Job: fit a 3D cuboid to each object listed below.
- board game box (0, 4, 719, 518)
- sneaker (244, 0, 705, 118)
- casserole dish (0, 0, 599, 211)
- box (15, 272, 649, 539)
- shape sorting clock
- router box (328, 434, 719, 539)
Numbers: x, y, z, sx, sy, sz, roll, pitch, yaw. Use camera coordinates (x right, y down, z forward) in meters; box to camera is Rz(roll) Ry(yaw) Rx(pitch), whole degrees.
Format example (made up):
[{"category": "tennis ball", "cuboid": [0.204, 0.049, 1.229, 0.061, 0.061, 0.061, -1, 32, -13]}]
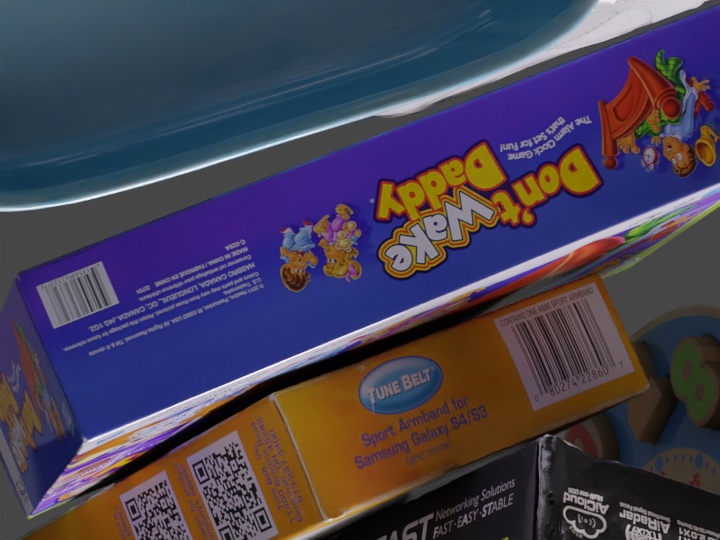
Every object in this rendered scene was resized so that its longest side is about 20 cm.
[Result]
[{"category": "board game box", "cuboid": [0.000, 0.000, 0.736, 0.199, 0.045, 0.134, -22, 173, -16]}, {"category": "sneaker", "cuboid": [0.036, -0.087, 0.686, 0.199, 0.075, 0.100, -13, 161, -26]}, {"category": "casserole dish", "cuboid": [-0.037, -0.083, 0.576, 0.199, 0.122, 0.039, -19, -179, -21]}, {"category": "box", "cuboid": [-0.023, 0.062, 0.788, 0.119, 0.042, 0.200, -19, 174, -37]}, {"category": "shape sorting clock", "cuboid": [0.102, 0.111, 0.895, 0.039, 0.200, 0.200, 5, 136, -27]}, {"category": "router box", "cuboid": [0.056, 0.119, 0.775, 0.149, 0.062, 0.200, 19, 152, -25]}]
